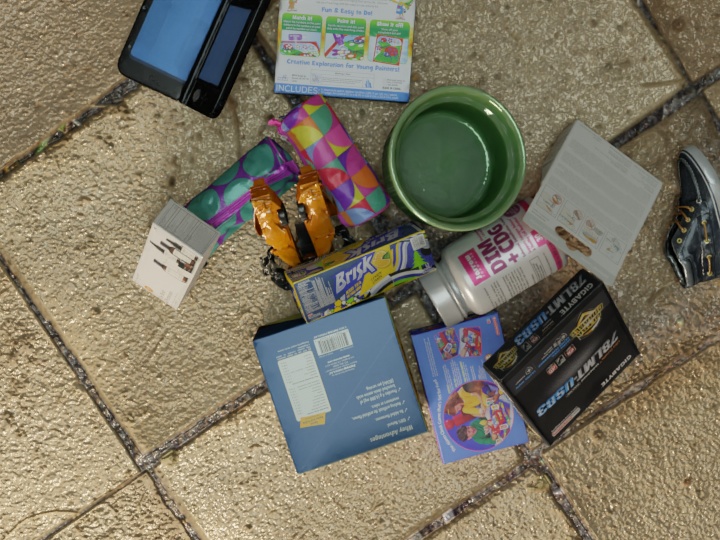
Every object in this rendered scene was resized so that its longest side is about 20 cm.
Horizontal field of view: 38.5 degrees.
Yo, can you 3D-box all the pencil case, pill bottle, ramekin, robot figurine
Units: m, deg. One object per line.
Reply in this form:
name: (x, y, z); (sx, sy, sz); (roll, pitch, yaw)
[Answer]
pencil case: (-0.177, -0.101, 1.472); (0.200, 0.092, 0.085); (-40, 113, 2)
pill bottle: (0.186, -0.008, 1.480); (0.199, 0.113, 0.114); (-32, 96, 2)
ramekin: (0.125, -0.153, 1.455); (0.198, 0.098, 0.202); (0, 89, -13)
robot figurine: (-0.082, -0.052, 1.457); (0.144, 0.058, 0.201); (-14, 138, 2)
pencil case: (-0.041, -0.154, 1.470); (0.088, 0.088, 0.201); (-36, 100, 3)

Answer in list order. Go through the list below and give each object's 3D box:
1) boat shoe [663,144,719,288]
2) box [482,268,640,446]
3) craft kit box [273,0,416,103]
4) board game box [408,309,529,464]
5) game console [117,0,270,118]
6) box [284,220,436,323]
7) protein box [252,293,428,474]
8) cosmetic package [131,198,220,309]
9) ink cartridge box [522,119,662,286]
boat shoe: (0.481, -0.075, 1.499); (0.090, 0.071, 0.202); (-22, 98, -3)
box: (0.290, 0.127, 1.463); (0.200, 0.050, 0.199); (-43, 133, -4)
craft kit box: (-0.021, -0.346, 1.477); (0.198, 0.049, 0.199); (5, 98, -2)
board game box: (0.161, 0.172, 1.533); (0.133, 0.045, 0.202); (-14, 96, 0)
game console: (-0.234, -0.336, 1.441); (0.116, 0.176, 0.201); (21, 97, -32)
box: (0.000, 0.000, 1.435); (0.199, 0.070, 0.065); (-21, 109, -9)
protein box: (-0.028, 0.154, 1.482); (0.197, 0.135, 0.201); (-18, 96, 0)
cosmetic package: (-0.260, -0.018, 1.432); (0.082, 0.200, 0.051); (36, 60, -2)
ink cartridge box: (0.322, -0.093, 1.463); (0.162, 0.057, 0.201); (35, 68, -5)
